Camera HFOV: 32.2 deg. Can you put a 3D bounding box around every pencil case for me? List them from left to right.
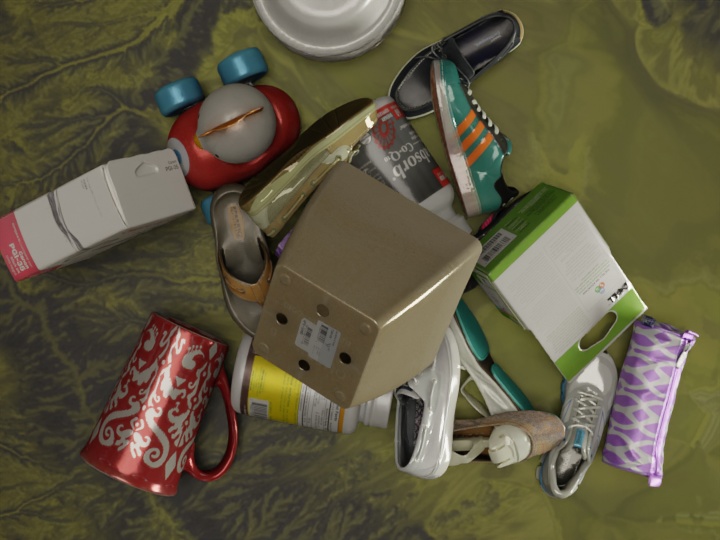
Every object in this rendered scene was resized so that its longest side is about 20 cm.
[{"bbox_3d":[0.363,0.160,1.560,0.085,0.083,0.202,18,97,46],"label":"pencil case"}]

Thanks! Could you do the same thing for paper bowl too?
[{"bbox_3d":[-0.041,-0.368,1.560,0.199,0.104,0.203,0,92,4],"label":"paper bowl"}]

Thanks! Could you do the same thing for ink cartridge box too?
[{"bbox_3d":[-0.325,-0.068,1.526,0.199,0.146,0.083,-21,92,31],"label":"ink cartridge box"},{"bbox_3d":[0.243,0.017,1.552,0.148,0.076,0.200,-42,117,-7],"label":"ink cartridge box"}]

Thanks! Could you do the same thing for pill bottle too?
[{"bbox_3d":[-0.057,0.142,1.571,0.198,0.109,0.110,11,92,3],"label":"pill bottle"},{"bbox_3d":[0.046,-0.105,1.556,0.115,0.116,0.201,-35,90,3],"label":"pill bottle"}]

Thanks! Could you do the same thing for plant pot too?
[{"bbox_3d":[-0.012,0.033,1.412,0.199,0.177,0.201,31,129,14],"label":"plant pot"}]

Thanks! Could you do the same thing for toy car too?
[{"bbox_3d":[-0.165,-0.169,1.523,0.176,0.200,0.186,-23,90,4],"label":"toy car"}]

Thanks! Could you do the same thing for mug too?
[{"bbox_3d":[-0.241,0.170,1.593,0.133,0.177,0.202,21,88,42],"label":"mug"}]

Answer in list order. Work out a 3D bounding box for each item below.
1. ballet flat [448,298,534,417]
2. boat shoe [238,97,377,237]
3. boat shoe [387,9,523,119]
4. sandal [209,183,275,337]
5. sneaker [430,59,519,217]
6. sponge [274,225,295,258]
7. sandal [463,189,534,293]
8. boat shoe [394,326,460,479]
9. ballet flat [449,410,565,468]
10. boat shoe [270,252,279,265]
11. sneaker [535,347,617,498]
[{"bbox_3d":[0.144,0.124,1.587,0.069,0.069,0.201,-33,90,3],"label":"ballet flat"},{"bbox_3d":[-0.052,-0.124,1.479,0.200,0.073,0.063,-41,113,2],"label":"boat shoe"},{"bbox_3d":[0.118,-0.263,1.575,0.199,0.062,0.075,-33,91,5],"label":"boat shoe"},{"bbox_3d":[-0.133,-0.006,1.512,0.081,0.055,0.202,-13,101,-6],"label":"sandal"},{"bbox_3d":[0.141,-0.170,1.546,0.079,0.071,0.202,-17,106,0],"label":"sneaker"},{"bbox_3d":[0.000,0.000,1.579,0.200,0.030,0.112,39,61,2],"label":"sponge"},{"bbox_3d":[0.179,-0.043,1.577,0.199,0.045,0.076,-32,111,-11],"label":"sandal"},{"bbox_3d":[0.072,0.153,1.535,0.072,0.068,0.202,-3,76,47],"label":"boat shoe"},{"bbox_3d":[0.155,0.218,1.552,0.198,0.067,0.069,-10,110,26],"label":"ballet flat"},{"bbox_3d":[-0.085,0.042,1.591,0.200,0.066,0.072,27,63,-1],"label":"boat shoe"},{"bbox_3d":[0.279,0.196,1.567,0.074,0.087,0.202,15,91,4],"label":"sneaker"}]
